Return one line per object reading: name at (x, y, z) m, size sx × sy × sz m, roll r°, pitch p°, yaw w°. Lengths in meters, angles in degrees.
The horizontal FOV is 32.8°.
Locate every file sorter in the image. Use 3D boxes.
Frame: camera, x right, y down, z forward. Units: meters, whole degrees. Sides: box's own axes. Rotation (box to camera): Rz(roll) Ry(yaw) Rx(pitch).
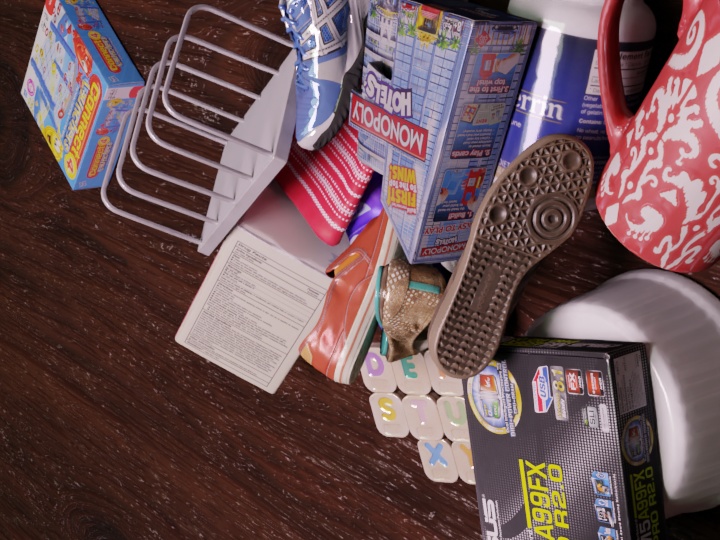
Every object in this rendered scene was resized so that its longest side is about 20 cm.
file sorter at (-0.149, -0.133, 1.157) m, size 0.200 × 0.124 × 0.139 m, roll -41°, pitch 33°, yaw 53°

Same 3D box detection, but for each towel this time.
towel at (-0.030, -0.138, 1.163) m, size 0.145 × 0.022 × 0.201 m, roll 52°, pitch 136°, yaw 29°

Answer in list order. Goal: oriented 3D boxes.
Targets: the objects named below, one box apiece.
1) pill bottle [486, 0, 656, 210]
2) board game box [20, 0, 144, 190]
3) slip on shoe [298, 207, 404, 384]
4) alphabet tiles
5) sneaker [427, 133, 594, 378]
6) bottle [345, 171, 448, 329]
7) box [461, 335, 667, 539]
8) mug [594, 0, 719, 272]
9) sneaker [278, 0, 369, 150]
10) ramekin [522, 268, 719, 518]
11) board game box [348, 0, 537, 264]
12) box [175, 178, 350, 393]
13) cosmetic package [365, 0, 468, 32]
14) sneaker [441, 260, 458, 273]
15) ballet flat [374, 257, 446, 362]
pill bottle at (0.163, -0.158, 0.950) m, size 0.116 × 0.115 × 0.201 m, roll 33°, pitch 123°, yaw 43°
board game box at (-0.385, -0.250, 1.679) m, size 0.196 × 0.056 × 0.200 m, roll 57°, pitch 138°, yaw 26°
slip on shoe at (0.000, 0.000, 1.094) m, size 0.061 × 0.074 × 0.201 m, roll 20°, pitch 80°, yaw 10°
alphabet tiles at (0.088, 0.116, 1.145) m, size 0.199 × 0.015 × 0.197 m, roll -2°, pitch 111°, yaw 37°
sneaker at (0.105, -0.017, 0.930) m, size 0.201 × 0.070 × 0.076 m, roll -60°, pitch 8°, yaw 9°
bottle at (0.025, -0.043, 1.198) m, size 0.083 × 0.065 × 0.201 m, roll -31°, pitch 75°, yaw 52°
box at (0.154, 0.153, 0.941) m, size 0.160 × 0.044 × 0.201 m, roll 0°, pitch 99°, yaw 52°
mug at (0.246, -0.118, 0.853) m, size 0.178 × 0.133 × 0.200 m, roll 62°, pitch 145°, yaw 30°
sneaker at (-0.037, -0.206, 1.065) m, size 0.076 × 0.077 × 0.201 m, roll -158°, pitch 77°, yaw -68°
ramekin at (0.211, 0.106, 0.973) m, size 0.200 × 0.097 × 0.202 m, roll 18°, pitch 113°, yaw 49°
board game box at (0.048, -0.118, 0.985) m, size 0.200 × 0.061 × 0.201 m, roll 34°, pitch 124°, yaw 55°
box at (-0.094, 0.012, 1.292) m, size 0.127 × 0.109 × 0.200 m, roll 29°, pitch 132°, yaw -5°
cosmetic package at (0.039, -0.249, 1.120) m, size 0.105 × 0.071 × 0.201 m, roll 46°, pitch 132°, yaw 36°
sneaker at (0.100, -0.087, 1.051) m, size 0.147 × 0.080 × 0.201 m, roll -118°, pitch 27°, yaw -51°
ballet flat at (0.047, 0.041, 1.044) m, size 0.200 × 0.065 × 0.071 m, roll 76°, pitch -159°, yaw -78°
